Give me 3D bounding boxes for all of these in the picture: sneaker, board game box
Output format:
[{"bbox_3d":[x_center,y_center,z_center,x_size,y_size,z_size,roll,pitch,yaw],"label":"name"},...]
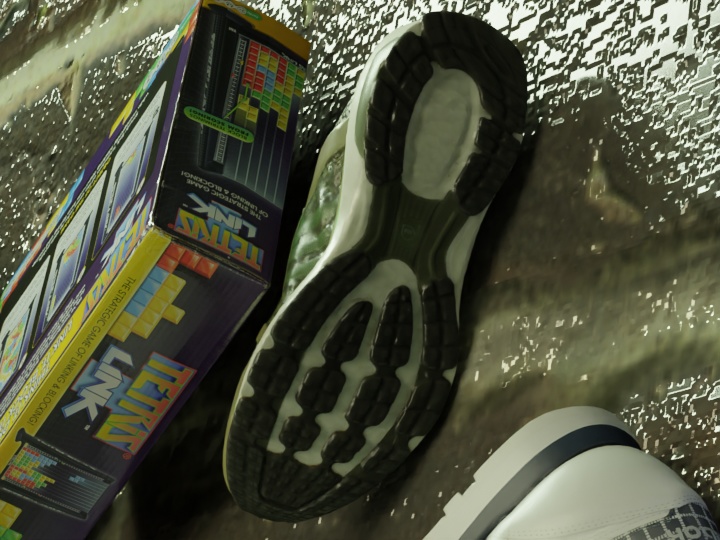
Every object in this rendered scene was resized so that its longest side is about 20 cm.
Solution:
[{"bbox_3d":[0.000,0.000,1.023,0.200,0.077,0.089,-66,17,-4],"label":"sneaker"},{"bbox_3d":[-0.097,0.008,1.121,0.200,0.057,0.165,-52,20,36],"label":"board game box"},{"bbox_3d":[0.035,0.139,0.857,0.200,0.076,0.081,-54,47,13],"label":"sneaker"}]
